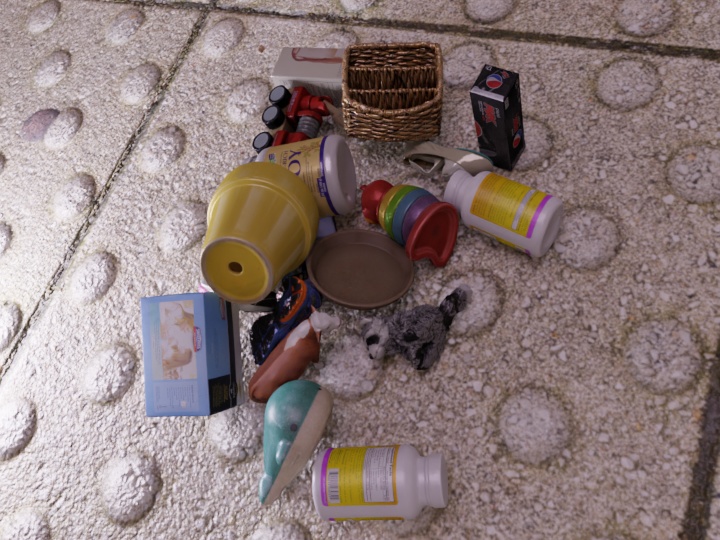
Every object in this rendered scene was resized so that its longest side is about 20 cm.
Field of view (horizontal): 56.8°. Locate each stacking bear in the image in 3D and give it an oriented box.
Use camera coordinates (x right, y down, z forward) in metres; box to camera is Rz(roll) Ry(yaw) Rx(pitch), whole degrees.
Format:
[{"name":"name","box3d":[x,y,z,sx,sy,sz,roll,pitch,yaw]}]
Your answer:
[{"name":"stacking bear","box3d":[0.075,-0.104,1.218,0.198,0.120,0.117,33,104,42]}]

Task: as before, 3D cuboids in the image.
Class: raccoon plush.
[{"name":"raccoon plush","box3d":[0.090,0.088,1.153,0.132,0.099,0.198,21,42,39]}]

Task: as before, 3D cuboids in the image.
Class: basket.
[{"name":"basket","box3d":[0.060,-0.340,1.270,0.193,0.153,0.144,1,34,2]}]

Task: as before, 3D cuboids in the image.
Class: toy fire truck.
[{"name":"toy fire truck","box3d":[-0.096,-0.282,1.370,0.195,0.129,0.181,2,65,30]}]

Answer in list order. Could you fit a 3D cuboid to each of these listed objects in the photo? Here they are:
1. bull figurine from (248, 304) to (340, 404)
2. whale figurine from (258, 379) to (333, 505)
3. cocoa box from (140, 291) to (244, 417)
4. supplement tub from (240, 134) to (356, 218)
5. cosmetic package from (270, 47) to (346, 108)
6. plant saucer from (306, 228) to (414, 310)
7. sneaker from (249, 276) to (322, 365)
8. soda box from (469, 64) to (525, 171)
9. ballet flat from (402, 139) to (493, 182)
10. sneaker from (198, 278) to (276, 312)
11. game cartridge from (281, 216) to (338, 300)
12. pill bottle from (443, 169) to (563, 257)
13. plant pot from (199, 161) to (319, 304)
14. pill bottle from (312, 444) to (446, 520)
[{"name":"bull figurine","box3d":[-0.110,0.151,1.143,0.199,0.122,0.065,-43,60,-6]},{"name":"whale figurine","box3d":[-0.122,0.269,1.072,0.102,0.159,0.204,29,100,1]},{"name":"cocoa box","box3d":[-0.291,0.142,1.161,0.129,0.131,0.207,-5,88,17]},{"name":"supplement tub","box3d":[-0.116,-0.167,1.259,0.194,0.146,0.150,-8,62,16]},{"name":"cosmetic package","box3d":[-0.078,-0.408,1.424,0.194,0.104,0.089,9,65,20]},{"name":"plant saucer","box3d":[0.000,0.000,1.192,0.193,0.030,0.203,4,43,-3]},{"name":"sneaker","box3d":[-0.132,0.100,1.180,0.201,0.077,0.077,-49,45,30]},{"name":"soda box","box3d":[0.246,-0.267,1.187,0.069,0.201,0.064,24,72,27]},{"name":"ballet flat","box3d":[0.158,-0.201,1.264,0.197,0.070,0.070,25,73,36]},{"name":"sneaker","box3d":[-0.224,0.022,1.253,0.195,0.080,0.089,16,97,23]},{"name":"game cartridge","box3d":[-0.099,-0.033,1.284,0.126,0.039,0.205,-17,60,5]},{"name":"pill bottle","box3d":[0.245,-0.108,1.164,0.197,0.105,0.106,27,74,27]},{"name":"plant pot","box3d":[-0.184,-0.053,1.140,0.194,0.206,0.191,-5,33,16]},{"name":"pill bottle","box3d":[0.032,0.322,1.012,0.193,0.105,0.107,-6,62,15]}]
